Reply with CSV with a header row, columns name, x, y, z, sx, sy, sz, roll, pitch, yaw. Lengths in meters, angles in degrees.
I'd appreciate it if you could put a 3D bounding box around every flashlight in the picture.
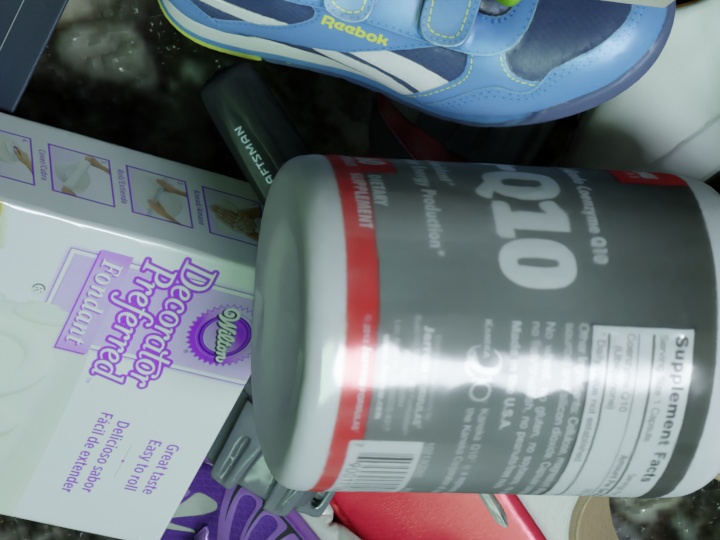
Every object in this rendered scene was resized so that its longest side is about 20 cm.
name,x,y,z,sx,sy,sz,roll,pitch,yaw
flashlight,0.000,0.000,0.889,0.068,0.068,0.201,8,122,-50

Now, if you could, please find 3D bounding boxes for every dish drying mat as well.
name,x,y,z,sx,sy,sz,roll,pitch,yaw
dish drying mat,0.015,0.085,0.952,0.077,0.018,0.201,-32,96,22

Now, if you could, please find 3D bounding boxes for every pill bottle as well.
name,x,y,z,sx,sy,sz,roll,pitch,yaw
pill bottle,0.068,0.021,0.796,0.199,0.114,0.114,2,123,-13

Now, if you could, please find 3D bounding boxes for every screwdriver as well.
name,x,y,z,sx,sy,sz,roll,pitch,yaw
screwdriver,-0.002,0.013,0.849,0.029,0.028,0.201,-28,94,-3

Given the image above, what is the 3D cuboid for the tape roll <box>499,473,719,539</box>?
name,x,y,z,sx,sy,sz,roll,pitch,yaw
tape roll,0.141,0.112,0.936,0.202,0.037,0.204,17,127,23

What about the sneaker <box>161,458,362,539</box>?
name,x,y,z,sx,sy,sz,roll,pitch,yaw
sneaker,-0.035,0.140,0.946,0.200,0.083,0.081,35,145,27

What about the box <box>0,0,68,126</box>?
name,x,y,z,sx,sy,sz,roll,pitch,yaw
box,-0.182,-0.109,0.852,0.140,0.079,0.201,24,121,-12

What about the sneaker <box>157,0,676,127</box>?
name,x,y,z,sx,sy,sz,roll,pitch,yaw
sneaker,0.010,-0.104,0.800,0.199,0.074,0.082,10,160,16

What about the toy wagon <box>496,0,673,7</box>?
name,x,y,z,sx,sy,sz,roll,pitch,yaw
toy wagon,0.067,-0.185,0.762,0.155,0.040,0.200,-35,76,-8

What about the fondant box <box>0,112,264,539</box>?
name,x,y,z,sx,sy,sz,roll,pitch,yaw
fondant box,-0.142,0.016,0.855,0.199,0.058,0.145,14,124,-24

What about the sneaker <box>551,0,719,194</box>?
name,x,y,z,sx,sy,sz,roll,pitch,yaw
sneaker,0.111,-0.062,0.871,0.200,0.073,0.085,-39,76,33
